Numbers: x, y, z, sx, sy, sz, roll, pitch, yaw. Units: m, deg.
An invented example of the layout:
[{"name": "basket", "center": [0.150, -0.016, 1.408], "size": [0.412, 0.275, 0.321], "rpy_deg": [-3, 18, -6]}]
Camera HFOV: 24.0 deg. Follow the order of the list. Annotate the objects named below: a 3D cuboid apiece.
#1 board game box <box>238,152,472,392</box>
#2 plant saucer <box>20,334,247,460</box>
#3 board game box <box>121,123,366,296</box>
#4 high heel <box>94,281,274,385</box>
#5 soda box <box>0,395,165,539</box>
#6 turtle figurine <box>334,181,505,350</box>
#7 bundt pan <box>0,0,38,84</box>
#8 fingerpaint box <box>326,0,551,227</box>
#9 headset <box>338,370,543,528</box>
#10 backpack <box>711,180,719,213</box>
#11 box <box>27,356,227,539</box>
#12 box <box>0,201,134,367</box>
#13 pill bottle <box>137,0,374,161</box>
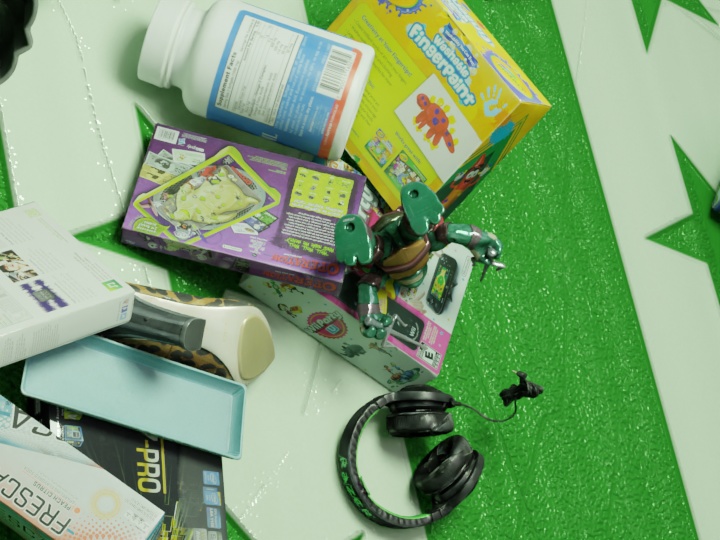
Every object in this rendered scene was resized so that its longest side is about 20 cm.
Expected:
[{"name": "board game box", "center": [0.000, 0.000, 1.596], "size": [0.199, 0.064, 0.148], "rpy_deg": [34, 53, -19]}, {"name": "plant saucer", "center": [-0.183, 0.099, 1.377], "size": [0.199, 0.019, 0.070], "rpy_deg": [21, 54, -28]}, {"name": "board game box", "center": [-0.102, -0.055, 1.508], "size": [0.198, 0.032, 0.121], "rpy_deg": [15, 53, -1]}, {"name": "high heel", "center": [-0.163, 0.047, 1.463], "size": [0.200, 0.142, 0.072], "rpy_deg": [25, 80, -65]}, {"name": "soda box", "center": [-0.246, 0.161, 1.280], "size": [0.199, 0.064, 0.069], "rpy_deg": [34, 65, 5]}, {"name": "turtle figurine", "center": [0.042, -0.009, 1.508], "size": [0.150, 0.200, 0.101], "rpy_deg": [-43, 67, -4]}, {"name": "bundt pan", "center": [-0.352, -0.237, 1.358], "size": [0.201, 0.202, 0.076], "rpy_deg": [33, 30, -21]}, {"name": "fingerpaint box", "center": [0.054, -0.170, 1.604], "size": [0.200, 0.167, 0.073], "rpy_deg": [52, 24, 21]}, {"name": "headset", "center": [0.076, 0.155, 1.557], "size": [0.199, 0.094, 0.124], "rpy_deg": [-28, 92, -29]}, {"name": "backpack", "center": [0.491, -0.094, 1.946], "size": [0.146, 0.183, 0.201], "rpy_deg": [25, 56, 2]}, {"name": "box", "center": [-0.189, 0.179, 1.376], "size": [0.160, 0.049, 0.202], "rpy_deg": [12, 61, -34]}, {"name": "box", "center": [-0.298, 0.017, 1.325], "size": [0.199, 0.037, 0.144], "rpy_deg": [-19, 45, -41]}, {"name": "pill bottle", "center": [-0.096, -0.182, 1.542], "size": [0.199, 0.113, 0.113], "rpy_deg": [19, 55, 0]}]
